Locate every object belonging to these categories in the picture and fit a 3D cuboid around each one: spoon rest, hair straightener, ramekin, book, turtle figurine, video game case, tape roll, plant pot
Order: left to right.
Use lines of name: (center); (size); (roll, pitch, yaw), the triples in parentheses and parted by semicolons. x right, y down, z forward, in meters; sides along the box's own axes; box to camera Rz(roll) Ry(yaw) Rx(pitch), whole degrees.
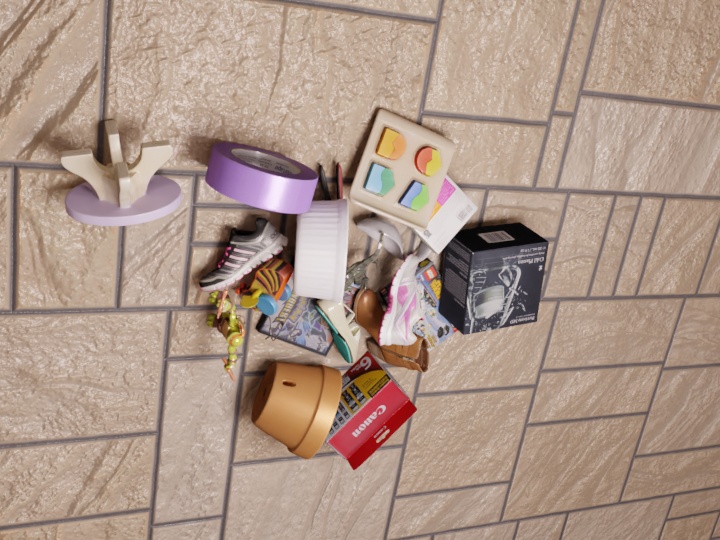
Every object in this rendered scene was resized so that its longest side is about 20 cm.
turtle figurine: (-0.257, 0.101, 1.625); (0.064, 0.161, 0.202); (-13, 119, -18)
tape roll: (-0.179, -0.170, 1.515); (0.198, 0.200, 0.066); (8, 109, -28)
plant pot: (-0.143, 0.281, 1.760); (0.139, 0.200, 0.202); (22, 103, -14)
video game case: (-0.101, 0.070, 1.769); (0.180, 0.025, 0.201); (23, 101, -32)
ramekin: (-0.079, -0.040, 1.606); (0.096, 0.201, 0.203); (3, 113, -5)
hair straightener: (-0.071, -0.121, 1.695); (0.076, 0.041, 0.202); (-7, 122, -7)
spoon rest: (0.073, -0.061, 1.757); (0.199, 0.099, 0.061); (21, 87, -39)
book: (0.136, -0.151, 1.735); (0.200, 0.048, 0.134); (44, 85, -16)

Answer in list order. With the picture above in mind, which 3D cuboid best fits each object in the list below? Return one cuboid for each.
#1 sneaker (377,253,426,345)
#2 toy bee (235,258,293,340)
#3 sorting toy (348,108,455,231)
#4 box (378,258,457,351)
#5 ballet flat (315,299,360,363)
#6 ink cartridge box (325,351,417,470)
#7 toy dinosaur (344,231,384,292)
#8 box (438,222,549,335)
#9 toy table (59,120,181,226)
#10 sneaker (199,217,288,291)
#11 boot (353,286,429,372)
sneaker: (0.098, 0.067, 1.732); (0.087, 0.081, 0.202); (15, 83, 0)
toy bee: (-0.201, 0.047, 1.652); (0.108, 0.131, 0.202); (29, 116, 12)
sorting toy: (0.088, -0.201, 1.675); (0.183, 0.036, 0.202); (20, 86, -20)
box: (0.142, 0.087, 1.885); (0.136, 0.040, 0.201); (-34, 123, -7)
ballet flat: (-0.033, 0.121, 1.763); (0.069, 0.070, 0.201); (-33, 136, -9)
ink cartridge box: (0.002, 0.309, 1.839); (0.200, 0.176, 0.084); (-44, 124, -2)
toy dinosaur: (0.000, 0.000, 1.727); (0.200, 0.048, 0.088); (-44, 156, 17)
box: (0.290, 0.015, 1.828); (0.198, 0.124, 0.199); (-8, 118, -22)
toy table: (-0.413, -0.163, 1.436); (0.198, 0.184, 0.118); (-18, 137, -27)
sneaker: (-0.242, -0.035, 1.627); (0.199, 0.074, 0.088); (-33, 101, 6)
boot: (0.072, 0.129, 1.797); (0.074, 0.154, 0.201); (-45, 132, -28)
